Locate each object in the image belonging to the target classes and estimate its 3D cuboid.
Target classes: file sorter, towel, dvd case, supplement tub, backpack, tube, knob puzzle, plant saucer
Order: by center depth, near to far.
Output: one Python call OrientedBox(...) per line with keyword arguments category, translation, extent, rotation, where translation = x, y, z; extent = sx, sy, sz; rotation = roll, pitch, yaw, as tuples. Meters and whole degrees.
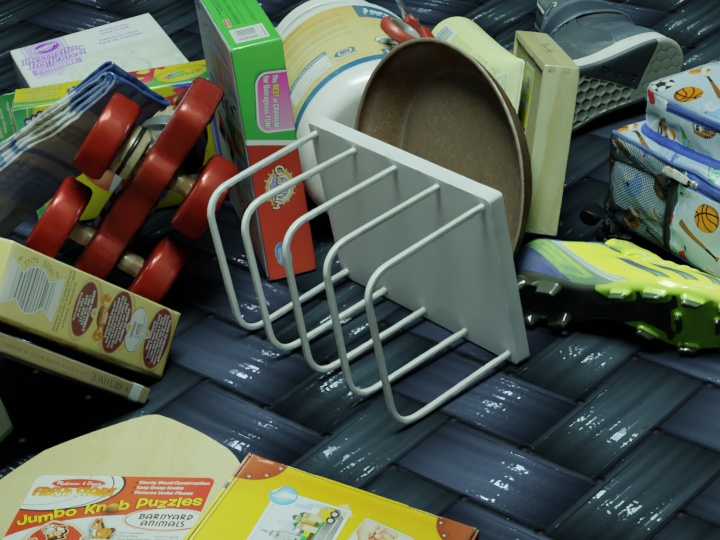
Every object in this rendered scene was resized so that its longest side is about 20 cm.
OrientedBox(category="knob puzzle", translation=(-0.158, 0.163, 1.215), extent=(0.219, 0.030, 0.220), rotation=(-7, 30, 4))
OrientedBox(category="dvd case", translation=(-0.262, 0.048, 1.318), extent=(0.149, 0.200, 0.016), rotation=(15, 83, 35))
OrientedBox(category="file sorter", translation=(0.000, 0.000, 1.346), extent=(0.124, 0.139, 0.200), rotation=(-31, 37, -27))
OrientedBox(category="backpack", translation=(0.295, -0.066, 1.376), extent=(0.200, 0.154, 0.190), rotation=(-21, 43, -26))
OrientedBox(category="plant saucer", translation=(0.067, -0.074, 1.402), extent=(0.037, 0.201, 0.200), rotation=(-11, 27, -35))
OrientedBox(category="towel", translation=(-0.246, -0.083, 1.475), extent=(0.200, 0.024, 0.147), rotation=(-37, -11, 5))
OrientedBox(category="tube", translation=(0.100, -0.155, 1.518), extent=(0.052, 0.058, 0.200), rotation=(-36, 23, 4))
OrientedBox(category="supplement tub", translation=(-0.001, -0.138, 1.568), extent=(0.144, 0.145, 0.200), rotation=(-14, 31, -8))

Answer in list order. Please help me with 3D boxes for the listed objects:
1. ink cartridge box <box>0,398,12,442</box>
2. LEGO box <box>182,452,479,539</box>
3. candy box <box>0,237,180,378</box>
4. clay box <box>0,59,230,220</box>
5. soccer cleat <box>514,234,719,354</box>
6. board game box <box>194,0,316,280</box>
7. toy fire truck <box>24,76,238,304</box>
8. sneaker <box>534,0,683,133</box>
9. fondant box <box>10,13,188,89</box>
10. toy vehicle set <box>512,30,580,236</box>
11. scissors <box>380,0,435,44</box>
OrientedBox(category="ink cartridge box", translation=(-0.364, 0.102, 1.295), extent=(0.200, 0.084, 0.146), rotation=(17, 52, 37))
OrientedBox(category="LEGO box", translation=(-0.040, 0.206, 1.037), extent=(0.149, 0.077, 0.200), rotation=(17, 38, 18))
OrientedBox(category="candy box", translation=(-0.232, 0.020, 1.332), extent=(0.115, 0.200, 0.055), rotation=(13, 81, 32))
OrientedBox(category="clay box", translation=(-0.211, -0.105, 1.599), extent=(0.200, 0.115, 0.048), rotation=(-10, 30, -1))
OrientedBox(category="soccer cleat", translation=(0.197, 0.007, 1.344), extent=(0.200, 0.065, 0.084), rotation=(8, 47, 31))
OrientedBox(category="board game box", translation=(-0.085, -0.115, 1.498), extent=(0.040, 0.200, 0.153), rotation=(-14, 31, -10))
OrientedBox(category="toy fire truck", translation=(-0.166, -0.073, 1.468), extent=(0.112, 0.200, 0.168), rotation=(31, 27, -9))
OrientedBox(category="sneaker", translation=(0.160, -0.180, 1.661), extent=(0.202, 0.077, 0.146), rotation=(-17, 34, -17))
OrientedBox(category="fondant box", translation=(-0.235, -0.167, 1.768), extent=(0.144, 0.058, 0.200), rotation=(-18, 30, -14))
OrientedBox(category="toy vehicle set", translation=(0.135, -0.111, 1.457), extent=(0.026, 0.124, 0.200), rotation=(6, 15, -3))
OrientedBox(category="scissors", translation=(0.049, -0.198, 1.560), extent=(0.073, 0.014, 0.200), rotation=(32, 15, -8))
